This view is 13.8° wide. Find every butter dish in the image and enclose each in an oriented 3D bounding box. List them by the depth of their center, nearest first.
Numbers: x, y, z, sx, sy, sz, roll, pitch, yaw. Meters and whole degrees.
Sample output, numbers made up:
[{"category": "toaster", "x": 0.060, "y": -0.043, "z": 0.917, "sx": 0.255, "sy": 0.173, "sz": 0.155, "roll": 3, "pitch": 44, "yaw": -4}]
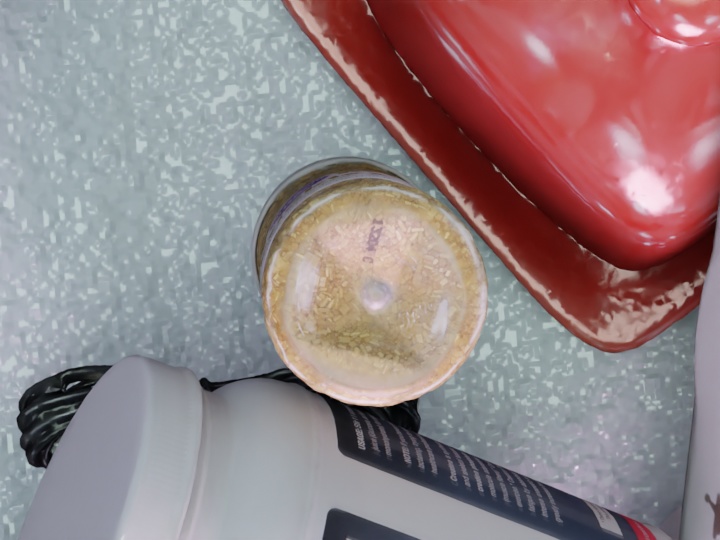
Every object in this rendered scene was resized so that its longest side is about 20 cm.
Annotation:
[{"category": "butter dish", "x": 0.100, "y": -0.096, "z": 0.987, "sx": 0.200, "sy": 0.148, "sz": 0.199, "roll": -42, "pitch": 96, "yaw": 1}]

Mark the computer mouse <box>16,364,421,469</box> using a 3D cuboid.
[{"category": "computer mouse", "x": -0.049, "y": 0.123, "z": 1.037, "sx": 0.138, "sy": 0.053, "sz": 0.200, "roll": -2, "pitch": 104, "yaw": -8}]

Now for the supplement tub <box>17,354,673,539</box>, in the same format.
[{"category": "supplement tub", "x": -0.003, "y": 0.118, "z": 0.940, "sx": 0.200, "sy": 0.140, "sz": 0.140, "roll": 22, "pitch": 93, "yaw": -17}]

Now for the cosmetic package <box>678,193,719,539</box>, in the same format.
[{"category": "cosmetic package", "x": 0.232, "y": 0.033, "z": 0.942, "sx": 0.200, "sy": 0.165, "sz": 0.165, "roll": -6, "pitch": 108, "yaw": -33}]

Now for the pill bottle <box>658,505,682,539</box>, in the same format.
[{"category": "pill bottle", "x": 0.185, "y": 0.164, "z": 1.029, "sx": 0.200, "sy": 0.111, "sz": 0.111, "roll": 22, "pitch": 93, "yaw": -4}]

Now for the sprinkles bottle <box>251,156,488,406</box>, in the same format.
[{"category": "sprinkles bottle", "x": 0.000, "y": 0.000, "z": 0.963, "sx": 0.068, "sy": 0.200, "sz": 0.068, "roll": 0, "pitch": 94, "yaw": -3}]
